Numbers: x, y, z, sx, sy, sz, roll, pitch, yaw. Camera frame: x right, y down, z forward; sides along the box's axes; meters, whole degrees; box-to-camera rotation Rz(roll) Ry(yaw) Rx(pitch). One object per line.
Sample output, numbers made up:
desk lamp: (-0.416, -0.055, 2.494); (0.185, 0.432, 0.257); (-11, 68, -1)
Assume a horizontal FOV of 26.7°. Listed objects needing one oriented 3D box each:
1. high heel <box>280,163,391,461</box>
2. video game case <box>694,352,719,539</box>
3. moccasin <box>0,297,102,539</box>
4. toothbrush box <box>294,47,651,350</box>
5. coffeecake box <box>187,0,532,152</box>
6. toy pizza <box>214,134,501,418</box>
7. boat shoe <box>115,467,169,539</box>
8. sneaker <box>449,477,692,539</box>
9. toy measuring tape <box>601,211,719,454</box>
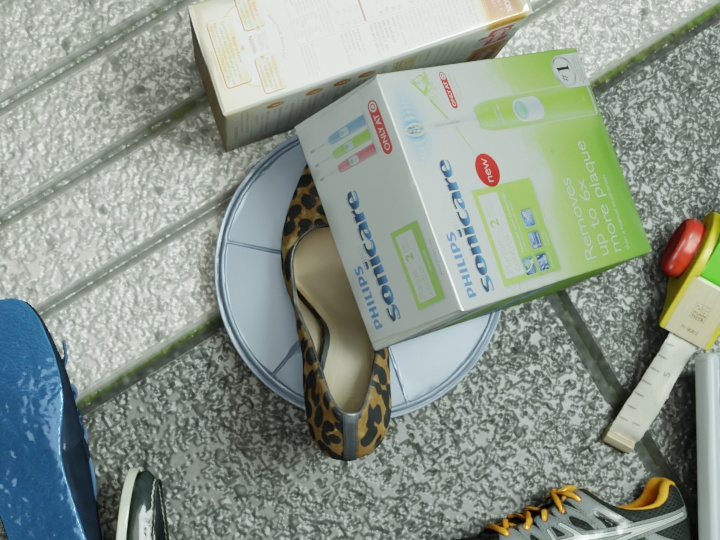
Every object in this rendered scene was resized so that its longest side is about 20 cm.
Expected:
high heel: (-0.011, 0.014, 0.934); (0.070, 0.143, 0.203); (-4, 85, -4)
video game case: (0.307, 0.157, 1.018); (0.179, 0.023, 0.203); (1, 86, -21)
moccasin: (-0.214, 0.120, 0.984); (0.079, 0.068, 0.203); (-10, 86, 3)
toothbrush box: (0.075, -0.050, 0.952); (0.198, 0.086, 0.147); (-14, 82, -44)
coffeecake box: (-0.005, -0.150, 0.973); (0.197, 0.154, 0.074); (-19, 88, -6)
toy pizza: (0.000, 0.000, 1.024); (0.197, 0.032, 0.203); (0, 85, -4)
boat shoe: (-0.120, 0.227, 0.975); (0.065, 0.075, 0.203); (-2, 89, 4)
sneaker: (0.129, 0.180, 1.002); (0.197, 0.078, 0.079); (-1, 87, -15)
toy measuring tape: (0.222, 0.029, 1.035); (0.073, 0.074, 0.202); (27, 107, -2)
